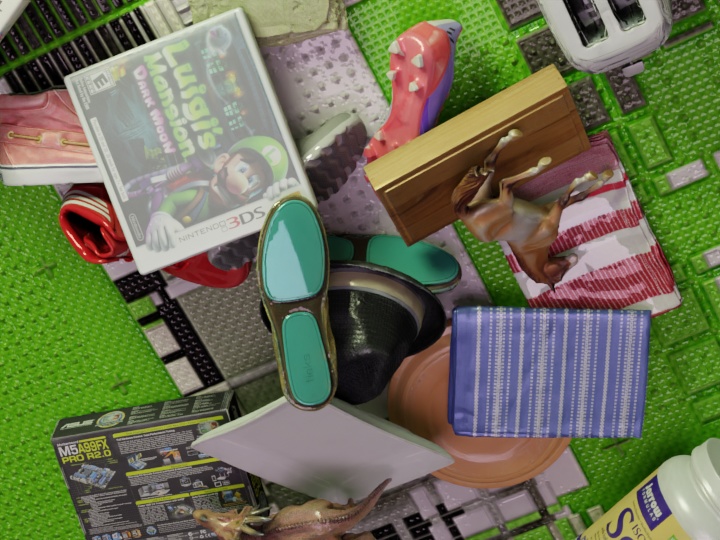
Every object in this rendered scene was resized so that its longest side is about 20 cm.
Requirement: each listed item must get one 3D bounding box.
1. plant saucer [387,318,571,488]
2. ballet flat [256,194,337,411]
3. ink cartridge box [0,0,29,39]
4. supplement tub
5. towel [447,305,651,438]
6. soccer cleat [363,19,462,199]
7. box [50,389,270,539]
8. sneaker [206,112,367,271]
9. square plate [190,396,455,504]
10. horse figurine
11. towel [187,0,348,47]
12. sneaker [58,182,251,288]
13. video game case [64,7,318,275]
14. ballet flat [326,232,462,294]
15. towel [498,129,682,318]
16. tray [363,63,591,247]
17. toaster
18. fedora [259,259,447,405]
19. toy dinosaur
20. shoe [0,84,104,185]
[{"bbox_3d":[0.126,0.141,1.796,0.199,0.032,0.201,2,116,4],"label":"plant saucer"},{"bbox_3d":[-0.059,0.030,1.617,0.070,0.071,0.201,-7,92,9],"label":"ballet flat"},{"bbox_3d":[-0.368,-0.270,1.591,0.128,0.125,0.200,36,114,-12],"label":"ink cartridge box"},{"bbox_3d":[0.325,0.281,1.782,0.145,0.146,0.200,39,113,-13],"label":"supplement tub"},{"bbox_3d":[0.188,0.102,1.746,0.199,0.024,0.145,1,113,3],"label":"towel"},{"bbox_3d":[0.054,-0.147,1.649,0.067,0.076,0.201,36,136,29],"label":"soccer cleat"},{"bbox_3d":[-0.212,0.221,1.859,0.199,0.044,0.161,-11,114,10],"label":"box"},{"bbox_3d":[-0.084,-0.093,1.679,0.200,0.082,0.075,-38,151,4],"label":"sneaker"},{"bbox_3d":[-0.039,0.177,1.766,0.198,0.029,0.200,26,146,-30],"label":"square plate"},{"bbox_3d":[0.151,-0.059,1.631,0.200,0.050,0.133,17,126,-40],"label":"horse figurine"},{"bbox_3d":[-0.099,-0.300,1.601,0.148,0.037,0.201,-8,116,10],"label":"towel"},{"bbox_3d":[-0.208,-0.018,1.703,0.199,0.116,0.079,23,117,-4],"label":"sneaker"},{"bbox_3d":[-0.158,-0.119,1.621,0.181,0.023,0.201,-20,94,7],"label":"video game case"},{"bbox_3d":[0.000,0.000,1.729,0.199,0.074,0.074,11,116,2],"label":"ballet flat"},{"bbox_3d":[0.215,-0.024,1.706,0.144,0.023,0.200,-23,108,15],"label":"towel"},{"bbox_3d":[0.111,-0.105,1.626,0.199,0.037,0.099,-28,142,4],"label":"tray"},{"bbox_3d":[0.205,-0.270,1.534,0.113,0.129,0.200,-21,112,14],"label":"toaster"},{"bbox_3d":[-0.012,0.073,1.697,0.200,0.092,0.201,7,150,4],"label":"fedora"},{"bbox_3d":[-0.064,0.266,1.783,0.199,0.086,0.135,-24,147,24],"label":"toy dinosaur"},{"bbox_3d":[-0.250,-0.134,1.676,0.199,0.071,0.091,-4,101,-5],"label":"shoe"}]
